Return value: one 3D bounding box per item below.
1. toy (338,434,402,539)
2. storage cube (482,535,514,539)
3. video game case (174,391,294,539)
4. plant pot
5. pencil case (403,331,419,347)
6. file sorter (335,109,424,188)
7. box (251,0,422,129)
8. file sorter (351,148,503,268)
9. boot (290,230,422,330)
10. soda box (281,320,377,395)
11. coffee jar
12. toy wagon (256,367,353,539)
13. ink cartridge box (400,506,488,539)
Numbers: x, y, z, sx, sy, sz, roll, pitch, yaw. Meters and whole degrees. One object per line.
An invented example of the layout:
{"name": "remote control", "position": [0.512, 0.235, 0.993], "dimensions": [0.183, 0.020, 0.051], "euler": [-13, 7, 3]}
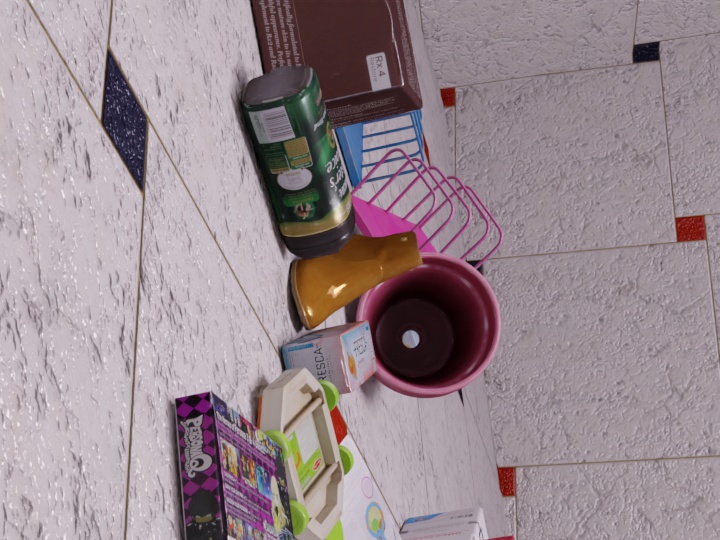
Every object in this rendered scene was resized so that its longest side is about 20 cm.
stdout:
{"name": "toy", "position": [-0.008, 0.290, 1.379], "dimensions": [0.201, 0.047, 0.115], "euler": [62, 35, -15]}
{"name": "storage cube", "position": [0.119, 0.454, 1.588], "dimensions": [0.171, 0.179, 0.201], "euler": [-82, 159, -64]}
{"name": "video game case", "position": [-0.093, 0.209, 1.039], "dimensions": [0.200, 0.036, 0.182], "euler": [57, 23, -67]}
{"name": "plant pot", "position": [0.086, 0.085, 1.857], "dimensions": [0.179, 0.199, 0.201], "euler": [115, -34, -79]}
{"name": "pencil case", "position": [0.070, 0.040, 2.081], "dimensions": [0.091, 0.083, 0.201], "euler": [-120, -171, -50]}
{"name": "file sorter", "position": [0.031, -0.250, 2.082], "dimensions": [0.200, 0.122, 0.139], "euler": [-89, 165, -54]}
{"name": "box", "position": [-0.025, -0.277, 1.637], "dimensions": [0.200, 0.163, 0.167], "euler": [11, 69, -80]}
{"name": "file sorter", "position": [0.098, -0.076, 1.928], "dimensions": [0.200, 0.125, 0.139], "euler": [21, 30, -51]}
{"name": "boot", "position": [0.000, 0.000, 1.521], "dimensions": [0.201, 0.143, 0.071], "euler": [-77, 153, -68]}
{"name": "soda box", "position": [-0.031, 0.098, 1.448], "dimensions": [0.200, 0.068, 0.064], "euler": [-12, 90, -81]}
{"name": "coffee jar", "position": [-0.065, -0.117, 1.450], "dimensions": [0.104, 0.085, 0.201], "euler": [-85, 162, -60]}
{"name": "toy wagon", "position": [-0.049, 0.199, 1.257], "dimensions": [0.155, 0.039, 0.201], "euler": [-39, 118, -68]}
{"name": "ink cartridge box", "position": [0.114, 0.392, 1.828], "dimensions": [0.200, 0.115, 0.067], "euler": [-19, 99, -80]}
